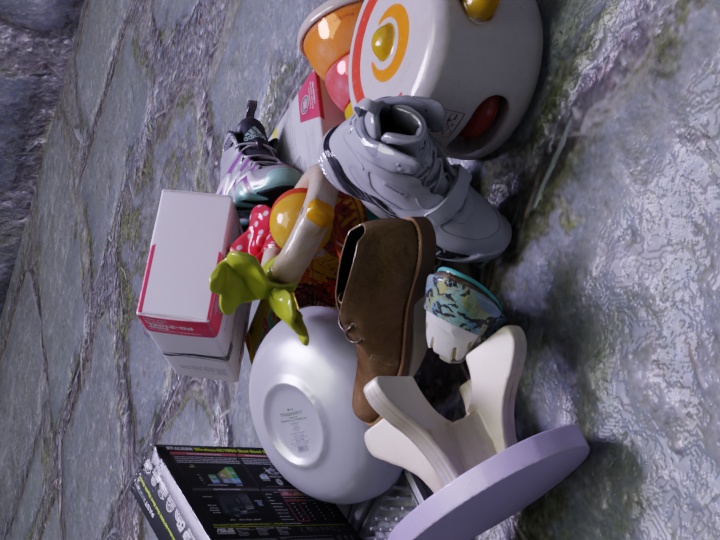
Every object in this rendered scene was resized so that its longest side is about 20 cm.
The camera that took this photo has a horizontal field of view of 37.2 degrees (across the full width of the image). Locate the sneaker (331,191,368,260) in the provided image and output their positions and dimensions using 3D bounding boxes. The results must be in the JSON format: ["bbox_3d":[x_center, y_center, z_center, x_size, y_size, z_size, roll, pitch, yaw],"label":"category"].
[{"bbox_3d":[0.000,0.000,1.070,0.077,0.072,0.204,-36,64,55],"label":"sneaker"}]

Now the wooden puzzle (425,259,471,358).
[{"bbox_3d":[0.038,0.001,1.106,0.199,0.037,0.189,-28,70,56],"label":"wooden puzzle"}]

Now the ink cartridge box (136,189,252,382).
[{"bbox_3d":[-0.177,0.022,1.197,0.201,0.083,0.147,84,-167,-66],"label":"ink cartridge box"}]

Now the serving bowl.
[{"bbox_3d":[-0.045,0.142,1.059,0.198,0.065,0.204,16,114,38],"label":"serving bowl"}]

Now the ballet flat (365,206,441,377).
[{"bbox_3d":[0.049,0.009,1.005,0.069,0.068,0.204,-32,59,56],"label":"ballet flat"}]

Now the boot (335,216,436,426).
[{"bbox_3d":[0.007,0.046,0.930,0.074,0.074,0.204,-129,43,-55],"label":"boot"}]

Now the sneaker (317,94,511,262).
[{"bbox_3d":[0.061,-0.081,0.945,0.076,0.198,0.115,-63,7,-24],"label":"sneaker"}]

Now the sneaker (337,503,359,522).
[{"bbox_3d":[-0.050,0.304,1.201,0.073,0.070,0.204,29,109,61],"label":"sneaker"}]

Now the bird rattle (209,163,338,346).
[{"bbox_3d":[-0.063,-0.027,1.040,0.164,0.112,0.201,-55,8,25],"label":"bird rattle"}]

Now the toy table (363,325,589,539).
[{"bbox_3d":[0.083,0.145,0.887,0.199,0.183,0.119,-35,63,21],"label":"toy table"}]

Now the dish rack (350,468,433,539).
[{"bbox_3d":[0.039,0.300,1.061,0.203,0.043,0.173,-67,30,27],"label":"dish rack"}]

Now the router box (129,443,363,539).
[{"bbox_3d":[-0.113,0.247,1.073,0.150,0.198,0.063,47,115,41],"label":"router box"}]

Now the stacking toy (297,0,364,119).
[{"bbox_3d":[0.019,-0.186,1.150,0.146,0.144,0.204,-36,64,54],"label":"stacking toy"}]

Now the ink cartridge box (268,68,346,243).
[{"bbox_3d":[-0.057,-0.111,1.261,0.200,0.082,0.147,-48,41,46],"label":"ink cartridge box"}]

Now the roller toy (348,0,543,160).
[{"bbox_3d":[0.073,-0.205,1.019,0.199,0.137,0.186,22,103,61],"label":"roller toy"}]

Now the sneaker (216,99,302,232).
[{"bbox_3d":[-0.119,-0.129,1.211,0.199,0.076,0.143,-20,65,59],"label":"sneaker"}]

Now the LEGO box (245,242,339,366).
[{"bbox_3d":[-0.060,0.088,1.212,0.201,0.076,0.151,119,138,-53],"label":"LEGO box"}]

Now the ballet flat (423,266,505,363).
[{"bbox_3d":[0.087,0.047,0.914,0.200,0.073,0.076,34,-122,-73],"label":"ballet flat"}]
